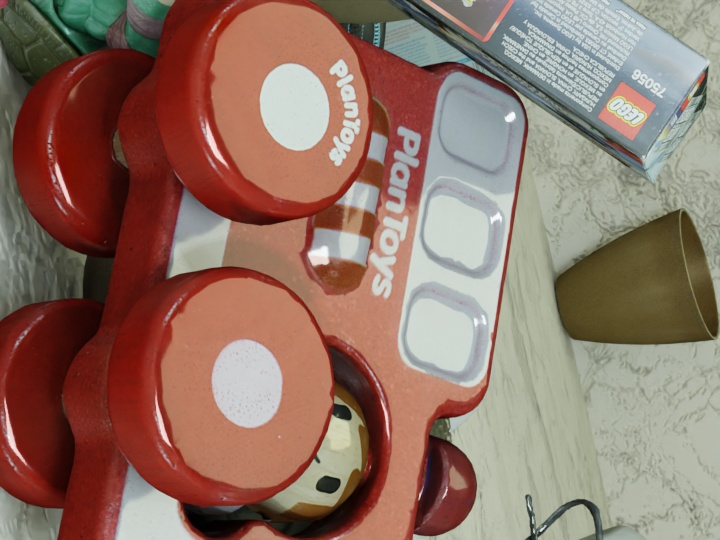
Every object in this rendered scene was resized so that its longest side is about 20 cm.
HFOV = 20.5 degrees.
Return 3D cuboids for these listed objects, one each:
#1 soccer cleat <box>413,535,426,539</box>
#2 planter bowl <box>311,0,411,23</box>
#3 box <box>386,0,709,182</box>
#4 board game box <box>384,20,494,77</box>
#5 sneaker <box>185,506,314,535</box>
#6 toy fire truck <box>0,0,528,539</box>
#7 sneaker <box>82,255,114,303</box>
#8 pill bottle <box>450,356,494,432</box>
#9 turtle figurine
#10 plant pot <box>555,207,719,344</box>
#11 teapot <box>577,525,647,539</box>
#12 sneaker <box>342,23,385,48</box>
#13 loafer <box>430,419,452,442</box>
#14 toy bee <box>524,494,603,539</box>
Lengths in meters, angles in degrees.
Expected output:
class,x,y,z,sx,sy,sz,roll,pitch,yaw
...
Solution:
class,x,y,z,sx,sy,sz,roll,pitch,yaw
soccer cleat,-0.020,0.035,0.846,0.069,0.077,0.202,-9,90,-41
planter bowl,-0.031,-0.193,0.846,0.200,0.134,0.202,163,-90,-74
box,0.027,-0.104,0.673,0.199,0.040,0.137,36,6,7
board game box,-0.003,-0.184,1.103,0.064,0.146,0.201,-105,176,-57
sneaker,-0.040,0.133,0.663,0.200,0.075,0.115,-93,-174,-54
toy fire truck,-0.020,0.014,0.624,0.167,0.112,0.202,19,72,-35
sneaker,-0.055,0.051,0.770,0.201,0.070,0.076,75,-6,-49
pill bottle,0.000,0.000,1.031,0.201,0.103,0.105,66,15,-49
turtle figurine,-0.079,-0.093,0.726,0.200,0.100,0.150,51,12,-28
plant pot,0.381,0.030,2.779,0.186,0.198,0.188,-16,90,-71
teapot,0.076,0.219,0.932,0.200,0.196,0.147,16,51,-79
sneaker,-0.033,-0.142,1.043,0.073,0.082,0.201,30,-32,38
loafer,-0.029,0.043,0.939,0.200,0.068,0.076,51,26,-34
toy bee,0.002,0.172,0.802,0.108,0.130,0.202,25,72,-29
